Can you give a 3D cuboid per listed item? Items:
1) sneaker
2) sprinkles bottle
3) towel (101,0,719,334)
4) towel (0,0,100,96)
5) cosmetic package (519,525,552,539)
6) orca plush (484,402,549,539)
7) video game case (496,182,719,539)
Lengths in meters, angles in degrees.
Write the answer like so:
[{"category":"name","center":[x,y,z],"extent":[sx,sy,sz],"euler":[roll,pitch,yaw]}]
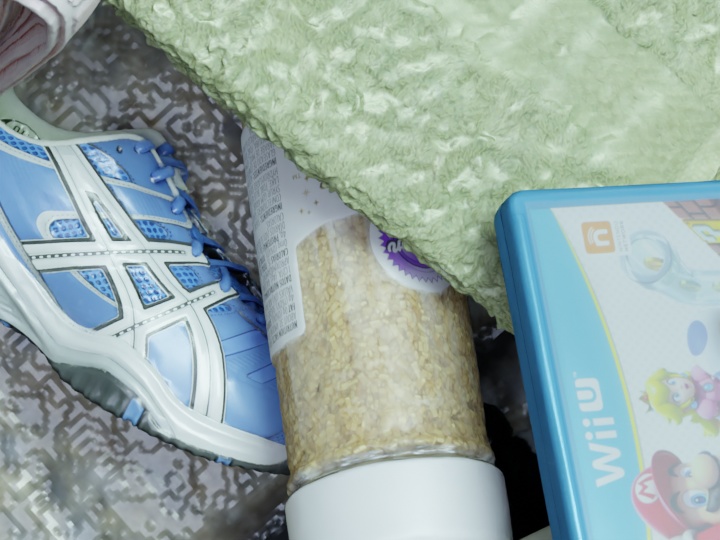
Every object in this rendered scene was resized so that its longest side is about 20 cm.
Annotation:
[{"category":"sneaker","center":[-0.074,-0.002,0.920],"extent":[0.200,0.076,0.077],"euler":[32,99,-2]},{"category":"sprinkles bottle","center":[0.000,0.000,0.888],"extent":[0.068,0.068,0.200],"euler":[-9,71,2]},{"category":"towel","center":[0.037,-0.076,0.839],"extent":[0.200,0.036,0.148],"euler":[35,91,-17]},{"category":"towel","center":[-0.061,-0.140,0.831],"extent":[0.032,0.191,0.200],"euler":[35,75,-12]},{"category":"cosmetic package","center":[0.125,0.111,0.859],"extent":[0.200,0.071,0.105],"euler":[-20,49,-30]},{"category":"orca plush","center":[0.023,0.100,0.927],"extent":[0.200,0.071,0.105],"euler":[-7,94,2]},{"category":"video game case","center":[0.146,0.041,0.818],"extent":[0.200,0.018,0.143],"euler":[-4,71,-17]}]
